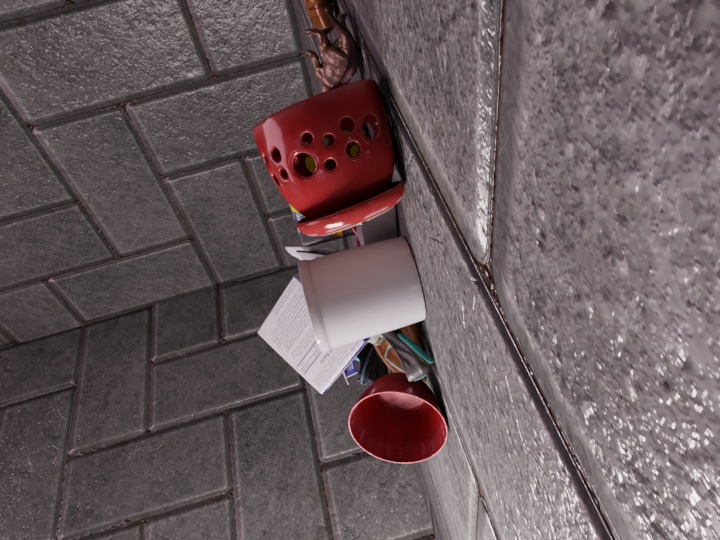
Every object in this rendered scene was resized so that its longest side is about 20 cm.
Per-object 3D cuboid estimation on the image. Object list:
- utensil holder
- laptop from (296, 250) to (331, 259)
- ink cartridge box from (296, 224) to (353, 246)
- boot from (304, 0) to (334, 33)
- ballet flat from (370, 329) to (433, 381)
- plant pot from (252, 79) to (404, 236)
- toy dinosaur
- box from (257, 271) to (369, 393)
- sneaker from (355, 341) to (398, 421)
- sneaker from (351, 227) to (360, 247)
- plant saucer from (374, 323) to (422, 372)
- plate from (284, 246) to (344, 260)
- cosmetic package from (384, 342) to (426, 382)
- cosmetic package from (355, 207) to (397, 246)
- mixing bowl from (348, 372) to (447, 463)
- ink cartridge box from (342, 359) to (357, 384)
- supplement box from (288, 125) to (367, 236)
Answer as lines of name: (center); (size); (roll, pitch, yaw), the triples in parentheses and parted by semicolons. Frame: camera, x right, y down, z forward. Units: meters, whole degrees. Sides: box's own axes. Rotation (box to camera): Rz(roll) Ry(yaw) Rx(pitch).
utensil holder: (0.002, 0.039, 1.001); (0.170, 0.197, 0.172); (164, 90, -88)
laptop: (-0.059, 0.055, 1.343); (0.187, 0.198, 0.117); (49, -122, -44)
ink cartridge box: (-0.067, -0.154, 1.378); (0.147, 0.197, 0.148); (180, 75, -87)
boot: (-0.086, -0.537, 1.039); (0.200, 0.073, 0.157); (-66, -36, -75)
ballet flat: (0.058, 0.134, 1.074); (0.068, 0.069, 0.200); (21, -156, -52)
plant pot: (-0.038, -0.162, 0.827); (0.201, 0.198, 0.185); (-116, 5, -77)
toy dinosaur: (-0.034, -0.348, 0.952); (0.137, 0.085, 0.201); (63, 157, 19)
box: (-0.087, 0.120, 1.178); (0.200, 0.185, 0.105); (42, -148, 7)
sneaker: (0.036, 0.262, 1.267); (0.073, 0.081, 0.202); (79, 175, -61)
sneaker: (0.002, -0.137, 1.238); (0.074, 0.086, 0.203); (85, 170, -70)
plant saucer: (0.072, 0.127, 1.184); (0.200, 0.037, 0.202); (47, 148, 41)
plate: (-0.066, -0.030, 1.436); (0.198, 0.198, 0.033); (13, -96, -48)
cosmetic package: (0.091, 0.182, 1.310); (0.105, 0.070, 0.203); (81, 173, -75)
cosmetic package: (0.027, -0.097, 1.081); (0.201, 0.070, 0.103); (78, 175, -60)
mixing bowl: (0.081, 0.284, 1.131); (0.109, 0.197, 0.202); (-73, -26, -56)
ink cartridge box: (-0.056, 0.149, 1.343); (0.200, 0.043, 0.199); (-139, 32, -74)
supplement box: (-0.060, -0.190, 1.115); (0.109, 0.108, 0.202); (80, -154, -67)
